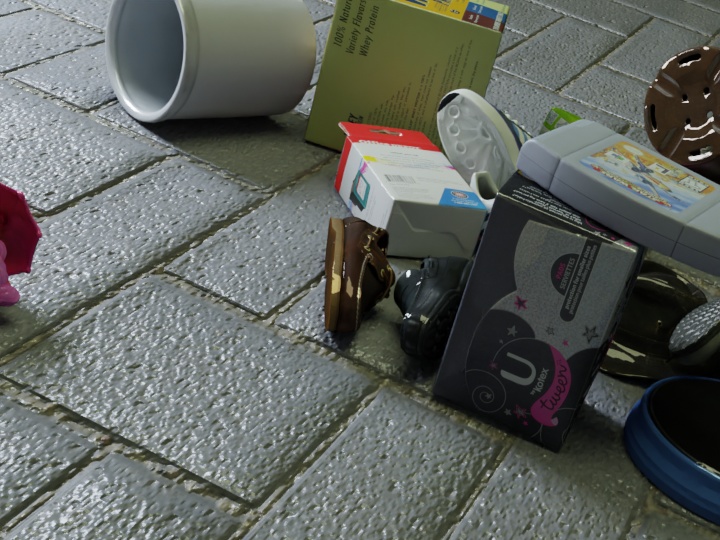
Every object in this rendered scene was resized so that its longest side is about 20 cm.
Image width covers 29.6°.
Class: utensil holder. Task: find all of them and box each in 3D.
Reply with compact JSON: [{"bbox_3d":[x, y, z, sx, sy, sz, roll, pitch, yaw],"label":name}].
[{"bbox_3d":[-0.175,-0.261,1.610,0.198,0.172,0.170,-5,33,-43],"label":"utensil holder"}]

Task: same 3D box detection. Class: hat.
[{"bbox_3d":[0.293,0.038,1.381,0.197,0.082,0.201,13,27,-7],"label":"hat"}]

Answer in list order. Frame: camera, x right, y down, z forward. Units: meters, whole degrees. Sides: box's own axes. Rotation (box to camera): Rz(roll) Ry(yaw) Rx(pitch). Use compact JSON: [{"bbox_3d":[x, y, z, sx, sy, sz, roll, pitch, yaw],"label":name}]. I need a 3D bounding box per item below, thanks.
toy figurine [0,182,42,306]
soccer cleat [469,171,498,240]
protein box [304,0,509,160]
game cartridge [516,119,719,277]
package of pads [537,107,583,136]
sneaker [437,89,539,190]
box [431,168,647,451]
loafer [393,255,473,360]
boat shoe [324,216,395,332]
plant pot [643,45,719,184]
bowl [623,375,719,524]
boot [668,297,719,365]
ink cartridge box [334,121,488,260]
[{"bbox_3d":[-0.340,-0.017,1.097,0.182,0.150,0.202,4,49,-43],"label":"toy figurine"},{"bbox_3d":[0.186,-0.048,1.452,0.068,0.087,0.199,-12,26,-42],"label":"soccer cleat"},{"bbox_3d":[0.058,-0.241,1.661,0.197,0.201,0.135,17,25,3],"label":"protein box"},{"bbox_3d":[0.236,-0.065,1.145,0.199,0.042,0.133,31,25,22],"label":"game cartridge"},{"bbox_3d":[0.328,-0.117,1.681,0.198,0.069,0.155,17,21,-35],"label":"package of pads"},{"bbox_3d":[0.179,-0.139,1.569,0.201,0.080,0.146,51,36,-4],"label":"sneaker"},{"bbox_3d":[0.160,0.029,1.182,0.131,0.202,0.115,23,28,12],"label":"box"},{"bbox_3d":[0.062,0.032,1.281,0.069,0.069,0.201,13,20,12],"label":"loafer"},{"bbox_3d":[0.000,0.000,1.297,0.069,0.071,0.201,10,26,-4],"label":"boat shoe"},{"bbox_3d":[0.478,-0.194,1.762,0.197,0.202,0.200,8,23,-48],"label":"plant pot"},{"bbox_3d":[0.335,0.160,1.212,0.197,0.040,0.201,13,26,-7],"label":"bowl"},{"bbox_3d":[0.386,0.079,1.327,0.199,0.067,0.132,-31,93,-45],"label":"boot"},{"bbox_3d":[0.046,-0.091,1.507,0.114,0.068,0.201,5,28,-23],"label":"ink cartridge box"}]
